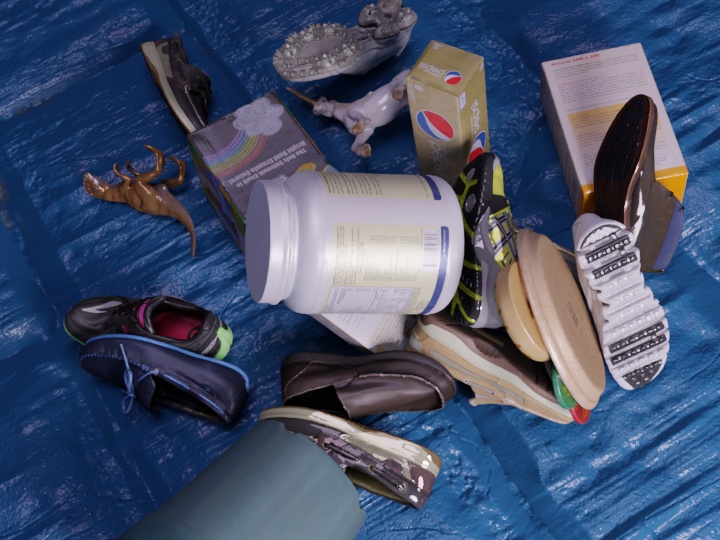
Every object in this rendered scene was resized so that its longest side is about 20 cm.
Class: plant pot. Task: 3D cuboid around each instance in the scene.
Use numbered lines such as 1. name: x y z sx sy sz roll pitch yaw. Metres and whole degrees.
1. plant pot: -0.109 0.264 1.166 0.200 0.201 0.196 32 60 24

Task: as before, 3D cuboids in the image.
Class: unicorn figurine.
1. unicorn figurine: 0.014 -0.199 1.477 0.198 0.074 0.138 -17 27 5

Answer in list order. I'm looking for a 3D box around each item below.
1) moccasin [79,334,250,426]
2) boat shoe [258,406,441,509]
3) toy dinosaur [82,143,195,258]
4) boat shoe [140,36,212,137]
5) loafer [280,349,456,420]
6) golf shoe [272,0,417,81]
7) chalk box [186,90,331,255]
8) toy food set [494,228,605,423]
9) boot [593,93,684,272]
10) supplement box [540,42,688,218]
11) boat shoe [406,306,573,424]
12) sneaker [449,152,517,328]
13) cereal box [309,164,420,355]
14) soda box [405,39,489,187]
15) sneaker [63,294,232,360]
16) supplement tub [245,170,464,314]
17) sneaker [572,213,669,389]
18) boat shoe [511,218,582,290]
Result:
1. moccasin: -0.223 0.121 1.324 0.198 0.081 0.069 9 54 14
2. boat shoe: -0.019 0.196 1.248 0.199 0.072 0.066 13 60 11
3. toy dinosaur: -0.250 -0.091 1.486 0.199 0.060 0.107 22 88 26
4. boat shoe: -0.225 -0.236 1.553 0.066 0.072 0.201 -29 54 -4
5. loafer: 0.004 0.134 1.289 0.198 0.073 0.072 -1 45 19
6. golf shoe: -0.018 -0.270 1.527 0.199 0.098 0.079 -24 62 -18
7. chalk box: -0.097 -0.084 1.411 0.124 0.124 0.200 -28 59 -12
8. toy food set: 0.195 0.054 1.221 0.048 0.199 0.200 -23 24 19
9. boot: 0.312 -0.089 1.331 0.096 0.202 0.075 8 11 -29
10. supplement box: 0.297 -0.163 1.432 0.125 0.074 0.201 -10 59 1
11. boat shoe: 0.142 0.114 1.292 0.199 0.077 0.072 32 23 9
12. sneaker: 0.139 -0.030 1.307 0.076 0.075 0.202 13 69 -25
13. cereal box: 0.000 0.000 1.325 0.199 0.039 0.144 37 74 -10
14. soda box: 0.103 -0.168 1.387 0.067 0.201 0.064 23 64 21
15. sneaker: -0.243 0.054 1.367 0.198 0.084 0.077 4 57 11
16. supplement tub: -0.009 -0.028 1.227 0.198 0.145 0.146 1 56 -17
17. sneaker: 0.270 0.030 1.270 0.075 0.201 0.081 -20 20 -2
18. boat shoe: 0.164 -0.026 1.369 0.201 0.072 0.060 29 65 16
